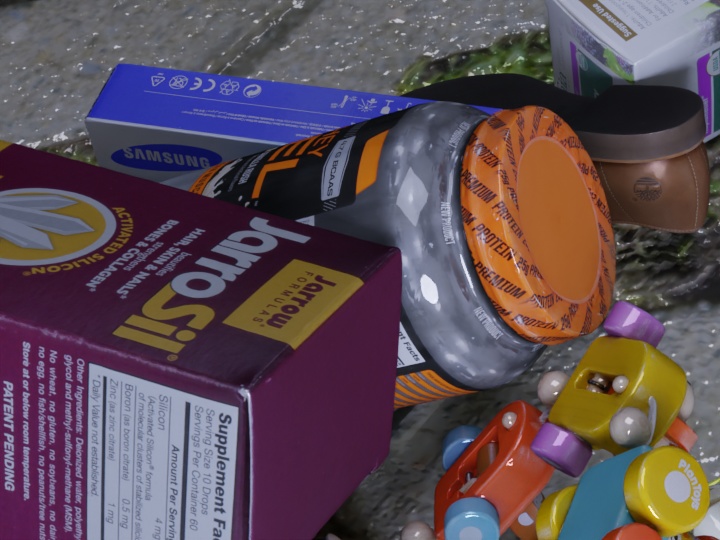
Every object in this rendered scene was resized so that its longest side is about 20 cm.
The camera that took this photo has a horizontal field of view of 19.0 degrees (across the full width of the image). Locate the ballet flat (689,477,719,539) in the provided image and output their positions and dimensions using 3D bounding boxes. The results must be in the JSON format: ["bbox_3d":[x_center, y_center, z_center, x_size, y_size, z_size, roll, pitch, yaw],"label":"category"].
[{"bbox_3d":[0.124,0.126,0.851,0.199,0.067,0.067,-30,54,-16],"label":"ballet flat"}]

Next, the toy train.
[{"bbox_3d":[0.081,0.098,0.814,0.150,0.055,0.200,-52,16,19],"label":"toy train"}]

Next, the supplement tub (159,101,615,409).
[{"bbox_3d":[0.000,0.000,0.917,0.199,0.123,0.123,-14,41,31],"label":"supplement tub"}]

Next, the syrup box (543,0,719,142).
[{"bbox_3d":[0.194,-0.137,1.075,0.199,0.079,0.081,-30,49,-16],"label":"syrup box"}]

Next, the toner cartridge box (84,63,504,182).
[{"bbox_3d":[-0.025,-0.040,1.021,0.199,0.095,0.043,8,49,20],"label":"toner cartridge box"}]

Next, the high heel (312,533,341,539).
[{"bbox_3d":[-0.043,0.173,0.808,0.142,0.072,0.200,-37,15,4],"label":"high heel"}]

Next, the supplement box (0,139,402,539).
[{"bbox_3d":[-0.101,0.036,0.833,0.199,0.104,0.131,15,30,21],"label":"supplement box"}]

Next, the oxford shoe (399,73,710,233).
[{"bbox_3d":[0.080,-0.051,1.033,0.199,0.072,0.071,14,39,44],"label":"oxford shoe"}]
